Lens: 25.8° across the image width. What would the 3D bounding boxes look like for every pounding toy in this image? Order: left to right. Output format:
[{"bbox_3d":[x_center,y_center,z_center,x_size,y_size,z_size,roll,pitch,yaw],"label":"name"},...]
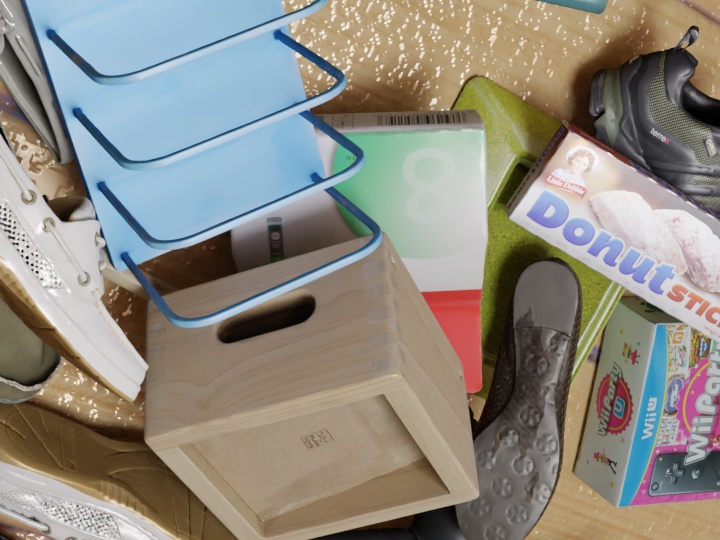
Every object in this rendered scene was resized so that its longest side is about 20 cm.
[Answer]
[{"bbox_3d":[-0.054,0.060,0.961,0.199,0.143,0.184,-15,142,14],"label":"pounding toy"}]

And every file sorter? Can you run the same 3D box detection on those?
[{"bbox_3d":[-0.081,-0.093,0.835,0.138,0.123,0.201,-24,120,-17],"label":"file sorter"}]

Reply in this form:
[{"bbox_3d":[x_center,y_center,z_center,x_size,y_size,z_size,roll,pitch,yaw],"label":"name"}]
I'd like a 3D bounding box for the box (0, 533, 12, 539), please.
[{"bbox_3d":[-0.279,0.183,0.922,0.110,0.035,0.200,-40,141,4],"label":"box"}]

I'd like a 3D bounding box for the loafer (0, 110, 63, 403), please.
[{"bbox_3d":[-0.212,-0.011,0.892,0.075,0.069,0.201,-47,130,-46],"label":"loafer"}]

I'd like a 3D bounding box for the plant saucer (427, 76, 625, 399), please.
[{"bbox_3d":[0.113,-0.002,1.089,0.199,0.048,0.201,25,97,-32],"label":"plant saucer"}]

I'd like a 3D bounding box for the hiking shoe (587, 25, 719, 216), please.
[{"bbox_3d":[0.238,-0.063,1.067,0.100,0.076,0.200,-25,108,34],"label":"hiking shoe"}]

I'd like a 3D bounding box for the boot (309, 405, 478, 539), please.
[{"bbox_3d":[-0.005,0.185,1.088,0.199,0.066,0.166,-8,71,-3],"label":"boot"}]

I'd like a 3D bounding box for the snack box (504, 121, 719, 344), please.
[{"bbox_3d":[0.197,-0.018,1.041,0.199,0.024,0.072,29,108,-15],"label":"snack box"}]

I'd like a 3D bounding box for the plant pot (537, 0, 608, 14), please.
[{"bbox_3d":[0.039,-0.242,0.908,0.199,0.141,0.142,5,107,-20],"label":"plant pot"}]

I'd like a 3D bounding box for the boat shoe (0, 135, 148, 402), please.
[{"bbox_3d":[-0.166,-0.011,0.844,0.069,0.071,0.200,-48,126,-18],"label":"boat shoe"}]

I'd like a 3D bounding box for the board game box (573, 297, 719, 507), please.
[{"bbox_3d":[0.273,0.098,1.201,0.199,0.064,0.149,0,109,-26],"label":"board game box"}]

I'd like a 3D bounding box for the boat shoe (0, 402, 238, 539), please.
[{"bbox_3d":[-0.162,0.148,0.992,0.199,0.071,0.069,30,119,-27],"label":"boat shoe"}]

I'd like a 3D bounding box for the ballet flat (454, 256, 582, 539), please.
[{"bbox_3d":[0.108,0.089,1.051,0.067,0.046,0.201,11,92,8],"label":"ballet flat"}]

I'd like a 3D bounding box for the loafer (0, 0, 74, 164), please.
[{"bbox_3d":[-0.201,-0.141,0.861,0.070,0.070,0.200,-50,124,-14],"label":"loafer"}]

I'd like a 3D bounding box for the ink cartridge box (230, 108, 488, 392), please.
[{"bbox_3d":[0.000,0.000,0.998,0.160,0.050,0.201,-3,111,1],"label":"ink cartridge box"}]
